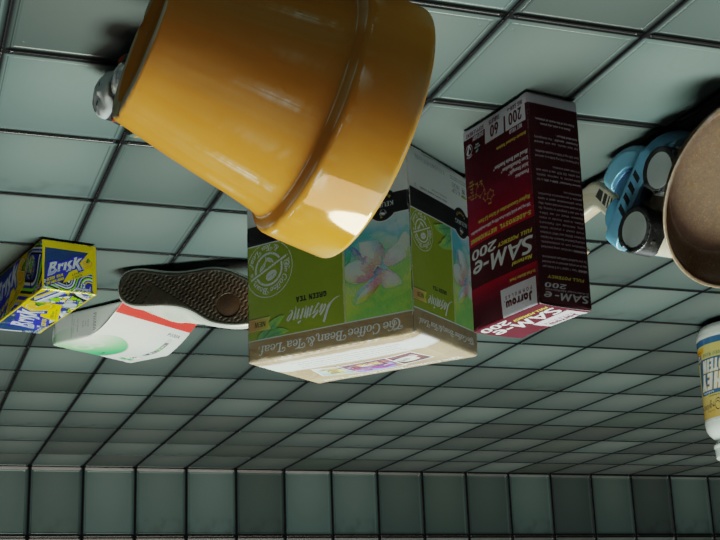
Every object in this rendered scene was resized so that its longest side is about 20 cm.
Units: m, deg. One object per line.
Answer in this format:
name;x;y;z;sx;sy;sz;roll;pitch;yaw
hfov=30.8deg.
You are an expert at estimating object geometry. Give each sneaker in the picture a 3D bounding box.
sneaker;-0.198;0.033;1.647;0.200;0.073;0.085;10;171;13

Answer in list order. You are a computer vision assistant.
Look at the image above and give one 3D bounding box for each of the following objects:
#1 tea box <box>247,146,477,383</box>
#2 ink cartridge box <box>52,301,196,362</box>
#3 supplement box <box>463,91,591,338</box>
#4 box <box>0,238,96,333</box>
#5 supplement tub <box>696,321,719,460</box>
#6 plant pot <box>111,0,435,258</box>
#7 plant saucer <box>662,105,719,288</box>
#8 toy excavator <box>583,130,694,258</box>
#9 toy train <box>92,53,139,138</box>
tea box;0.000;0.000;1.346;0.200;0.197;0.134;-13;160;30
ink cartridge box;-0.304;0.083;1.838;0.200;0.050;0.161;-10;161;32
supplement box;0.150;-0.048;1.198;0.061;0.200;0.109;7;160;-28
box;-0.390;0.023;1.597;0.070;0.064;0.200;8;160;-31
supplement tub;0.590;0.181;1.977;0.145;0.200;0.145;-2;163;-1
plant pot;-0.073;-0.133;0.950;0.183;0.200;0.200;21;156;-18
plant saucer;0.358;-0.081;1.222;0.200;0.201;0.037;7;-160;-28
toy excavator;0.277;-0.069;1.340;0.100;0.200;0.195;7;116;-26
toy train;-0.125;-0.133;1.103;0.200;0.085;0.114;9;169;-32
